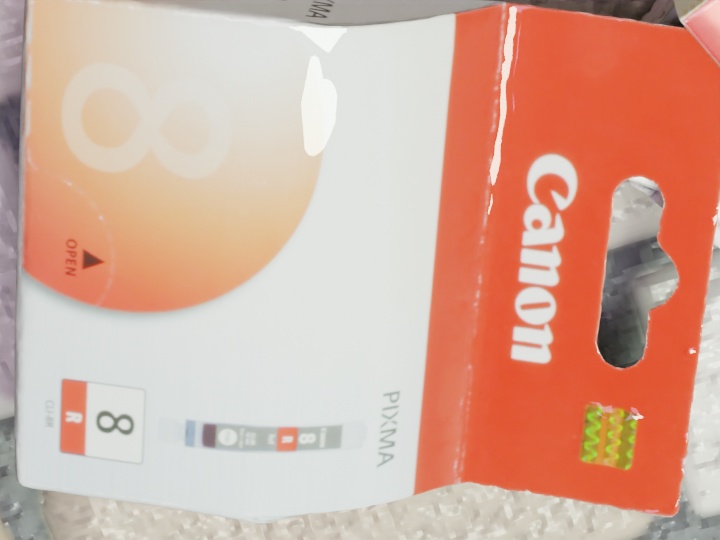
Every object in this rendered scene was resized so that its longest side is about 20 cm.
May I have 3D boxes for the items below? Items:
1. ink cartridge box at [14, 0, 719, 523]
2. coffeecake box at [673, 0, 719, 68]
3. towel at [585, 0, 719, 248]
[{"bbox_3d":[0.000,0.000,0.835,0.199,0.050,0.163,9,116,10],"label":"ink cartridge box"},{"bbox_3d":[0.203,-0.055,0.777,0.153,0.073,0.200,-38,109,18],"label":"coffeecake box"},{"bbox_3d":[0.190,-0.063,0.831,0.191,0.032,0.200,30,113,-14],"label":"towel"}]
